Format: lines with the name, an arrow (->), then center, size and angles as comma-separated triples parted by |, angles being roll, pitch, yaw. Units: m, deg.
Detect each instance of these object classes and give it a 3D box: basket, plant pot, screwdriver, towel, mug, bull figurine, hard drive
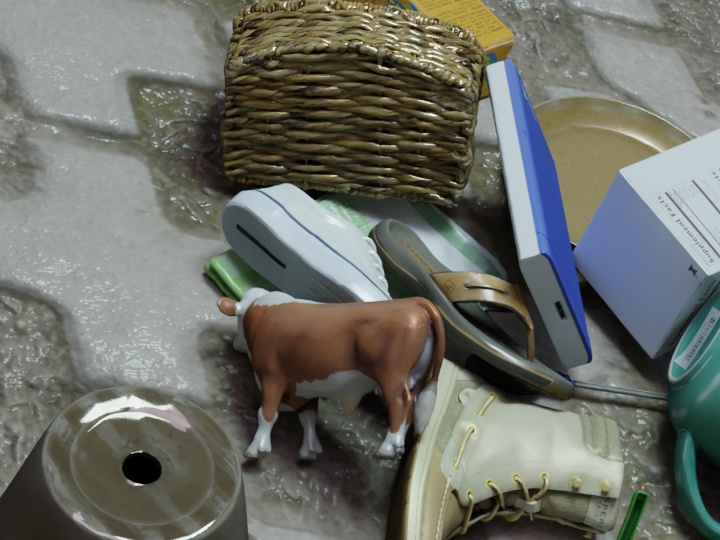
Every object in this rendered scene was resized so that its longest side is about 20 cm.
basket -> -0.003, -0.155, 1.522 | 0.198, 0.144, 0.149 | 7, 38, 5
plant pot -> 0.212, -0.068, 1.624 | 0.198, 0.028, 0.201 | 10, 46, -10
screwdriver -> 0.172, 0.090, 1.465 | 0.199, 0.029, 0.028 | 12, 44, -15
towel -> 0.000, 0.000, 1.482 | 0.199, 0.031, 0.149 | -29, 61, -37
mug -> 0.287, 0.085, 1.402 | 0.114, 0.152, 0.186 | 33, 47, -4
bull figurine -> -0.026, 0.068, 1.338 | 0.065, 0.199, 0.122 | 10, 79, -47
plant pot -> -0.144, 0.169, 1.168 | 0.198, 0.174, 0.201 | 9, 46, -10
hard drive -> 0.134, -0.044, 1.470 | 0.025, 0.132, 0.201 | -16, 47, 12

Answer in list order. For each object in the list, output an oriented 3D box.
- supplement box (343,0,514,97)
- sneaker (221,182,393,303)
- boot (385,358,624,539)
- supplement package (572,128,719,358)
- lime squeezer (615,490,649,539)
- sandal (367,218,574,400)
supplement box -> 0.045, -0.233, 1.696 | 0.069, 0.067, 0.200 | -22, 57, -34
sneaker -> -0.012, 0.002, 1.413 | 0.071, 0.073, 0.200 | -29, 65, -37
boot -> 0.101, 0.157, 1.339 | 0.154, 0.073, 0.201 | 18, 40, -2
supplement package -> 0.282, -0.035, 1.517 | 0.199, 0.114, 0.110 | -22, 62, -33
lime squeezer -> 0.156, 0.247, 1.277 | 0.038, 0.071, 0.201 | 23, 72, -19
sandal -> 0.085, 0.019, 1.420 | 0.200, 0.055, 0.082 | 47, 14, 32
